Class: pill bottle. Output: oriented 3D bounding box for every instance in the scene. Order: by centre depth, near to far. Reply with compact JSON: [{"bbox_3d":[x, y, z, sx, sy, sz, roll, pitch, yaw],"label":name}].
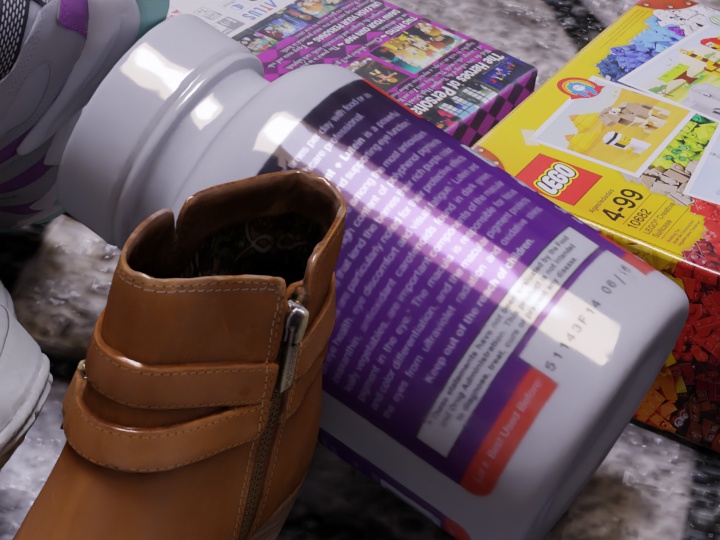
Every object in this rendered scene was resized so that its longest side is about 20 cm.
[{"bbox_3d":[0.000,0.000,0.788,0.200,0.111,0.111,34,39,12],"label":"pill bottle"}]

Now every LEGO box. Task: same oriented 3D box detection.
[{"bbox_3d":[0.136,-0.024,0.923,0.149,0.077,0.200,22,35,20],"label":"LEGO box"}]

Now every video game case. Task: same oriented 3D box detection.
[{"bbox_3d":[-0.050,-0.071,0.994,0.181,0.036,0.200,24,36,23],"label":"video game case"}]

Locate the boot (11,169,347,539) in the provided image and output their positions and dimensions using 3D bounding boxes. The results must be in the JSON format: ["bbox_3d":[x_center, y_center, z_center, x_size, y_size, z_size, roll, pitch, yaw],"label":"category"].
[{"bbox_3d":[-0.069,0.067,0.664,0.077,0.155,0.200,32,39,21],"label":"boot"}]

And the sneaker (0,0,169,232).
[{"bbox_3d":[-0.158,-0.053,0.822,0.140,0.200,0.078,-29,75,-31],"label":"sneaker"}]

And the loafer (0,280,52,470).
[{"bbox_3d":[-0.145,0.027,0.744,0.070,0.070,0.200,40,-1,-19],"label":"loafer"}]
